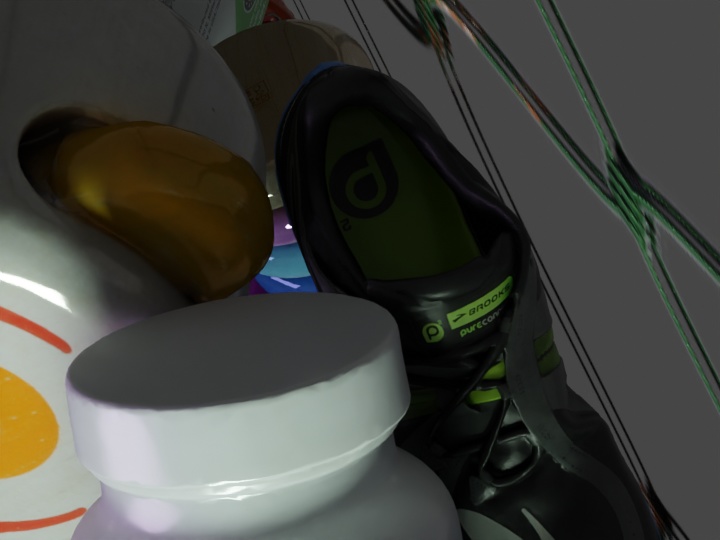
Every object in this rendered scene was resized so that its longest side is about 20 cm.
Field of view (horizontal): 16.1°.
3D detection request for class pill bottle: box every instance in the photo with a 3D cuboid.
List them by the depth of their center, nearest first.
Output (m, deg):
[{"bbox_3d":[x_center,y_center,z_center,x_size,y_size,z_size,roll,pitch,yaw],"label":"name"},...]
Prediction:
[{"bbox_3d":[-0.022,0.115,0.729,0.116,0.115,0.201,-128,29,-72],"label":"pill bottle"}]

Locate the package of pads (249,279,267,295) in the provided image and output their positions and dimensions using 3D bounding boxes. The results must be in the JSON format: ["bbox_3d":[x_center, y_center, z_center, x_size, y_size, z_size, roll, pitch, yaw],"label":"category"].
[{"bbox_3d":[-0.032,0.017,1.174,0.200,0.075,0.121,-141,63,-80],"label":"package of pads"}]

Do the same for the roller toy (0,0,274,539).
[{"bbox_3d":[-0.125,-0.001,0.817,0.183,0.199,0.140,94,-176,-53],"label":"roller toy"}]

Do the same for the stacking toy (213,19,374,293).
[{"bbox_3d":[0.000,0.000,0.968,0.200,0.085,0.085,58,180,-43],"label":"stacking toy"}]

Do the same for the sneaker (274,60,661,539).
[{"bbox_3d":[0.028,0.028,0.757,0.200,0.071,0.083,63,179,7],"label":"sneaker"}]

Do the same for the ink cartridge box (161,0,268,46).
[{"bbox_3d":[-0.102,-0.116,0.937,0.200,0.083,0.147,71,-147,-61],"label":"ink cartridge box"}]

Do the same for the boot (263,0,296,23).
[{"bbox_3d":[-0.060,-0.101,1.110,0.200,0.075,0.108,-125,17,-56],"label":"boot"}]
